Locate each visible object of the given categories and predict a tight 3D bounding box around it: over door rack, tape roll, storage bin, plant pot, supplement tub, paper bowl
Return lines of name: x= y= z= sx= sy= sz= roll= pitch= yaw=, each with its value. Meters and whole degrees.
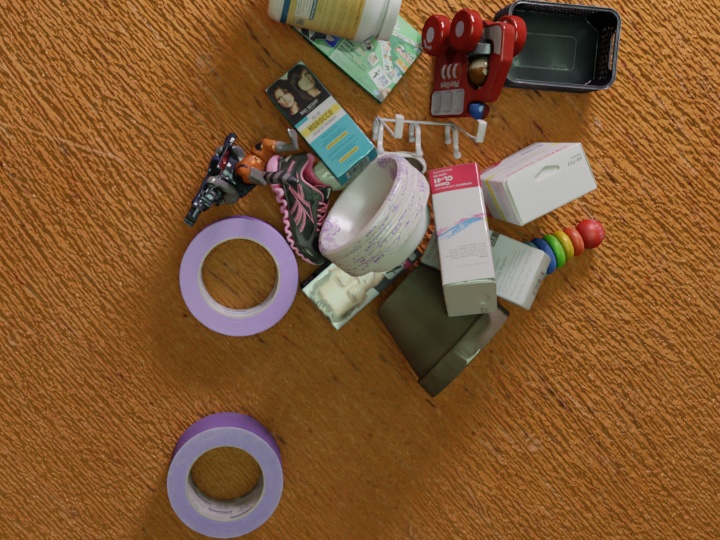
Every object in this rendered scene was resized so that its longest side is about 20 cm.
over door rack: x=0.104 y=-0.218 z=1.367 sx=0.147 sy=0.200 sz=0.067 roll=1 pitch=99 yaw=-10
tape roll: x=-0.207 y=0.008 z=1.427 sx=0.198 sy=0.066 sz=0.202 roll=-1 pitch=99 yaw=-8
storage bin: x=0.332 y=-0.382 z=1.434 sx=0.198 sy=0.094 sz=0.136 roll=3 pitch=98 yaw=-8
plant pot: x=0.128 y=0.088 z=1.435 sx=0.173 sy=0.200 sz=0.200 roll=43 pitch=91 yaw=4
supplement tub: x=-0.039 y=-0.447 z=1.316 sx=0.198 sy=0.145 sz=0.146 roll=12 pitch=96 yaw=-9
paper bowl: x=0.032 y=-0.078 z=1.333 sx=0.104 sy=0.201 sz=0.201 roll=38 pitch=92 yaw=-24
tape roll: x=-0.236 y=0.358 z=1.462 sx=0.198 sy=0.085 sz=0.202 roll=-1 pitch=98 yaw=-7

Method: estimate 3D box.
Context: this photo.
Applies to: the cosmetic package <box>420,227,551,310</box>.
cosmetic package: x=0.214 y=-0.018 z=1.427 sx=0.199 sy=0.074 sz=0.102 roll=23 pitch=90 yaw=24

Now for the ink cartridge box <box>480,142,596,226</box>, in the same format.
ink cartridge box: x=0.285 y=-0.149 z=1.405 sx=0.144 sy=0.200 sz=0.084 roll=-27 pitch=101 yaw=-3

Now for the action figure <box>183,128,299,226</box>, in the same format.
action figure: x=-0.197 y=-0.137 z=1.352 sx=0.104 sy=0.193 sz=0.201 roll=39 pitch=58 yaw=-28

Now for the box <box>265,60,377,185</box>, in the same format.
box: x=-0.064 y=-0.245 z=1.381 sx=0.082 sy=0.049 sz=0.200 roll=-39 pitch=78 yaw=-1

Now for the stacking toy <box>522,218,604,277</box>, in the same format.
stacking toy: x=0.349 y=-0.038 z=1.495 sx=0.199 sy=0.085 sz=0.086 roll=-26 pitch=101 yaw=-8

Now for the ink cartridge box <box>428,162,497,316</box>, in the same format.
ink cartridge box: x=0.163 y=-0.046 z=1.320 sx=0.085 sy=0.148 sz=0.201 roll=-6 pitch=66 yaw=8

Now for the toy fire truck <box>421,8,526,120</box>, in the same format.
toy fire truck: x=0.182 y=-0.332 z=1.368 sx=0.111 sy=0.200 sz=0.169 roll=-2 pitch=100 yaw=-28

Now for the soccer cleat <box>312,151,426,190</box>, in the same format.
soccer cleat: x=0.016 y=-0.176 z=1.425 sx=0.198 sy=0.078 sz=0.070 roll=-6 pitch=98 yaw=-7

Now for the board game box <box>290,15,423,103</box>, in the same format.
board game box: x=0.000 y=-0.401 z=1.416 sx=0.200 sy=0.029 sz=0.135 roll=39 pitch=90 yaw=-11

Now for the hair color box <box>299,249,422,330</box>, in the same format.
hair color box: x=0.000 y=0.000 z=1.457 sx=0.200 sy=0.061 sz=0.100 roll=-42 pitch=101 yaw=0

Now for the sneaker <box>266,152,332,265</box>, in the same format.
sneaker: x=-0.085 y=-0.107 z=1.407 sx=0.095 sy=0.079 sz=0.201 roll=-15 pitch=103 yaw=22
